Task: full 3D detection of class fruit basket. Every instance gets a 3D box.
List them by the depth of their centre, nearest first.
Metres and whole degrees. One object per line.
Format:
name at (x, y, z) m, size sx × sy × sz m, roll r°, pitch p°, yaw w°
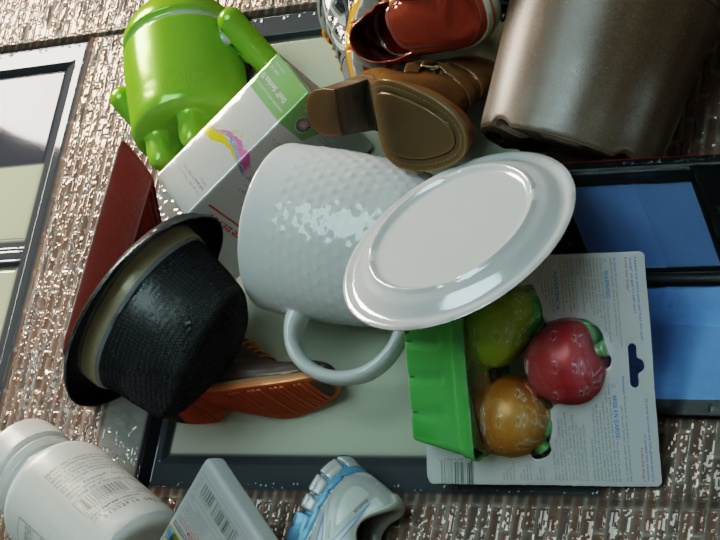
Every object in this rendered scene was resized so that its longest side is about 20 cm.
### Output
fruit basket at (0.137, 0.077, 1.591) m, size 0.199 × 0.094 × 0.186 m, roll -4°, pitch 98°, yaw 21°

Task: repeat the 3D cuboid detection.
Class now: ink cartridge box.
ink cartridge box at (-0.101, -0.085, 1.832) m, size 0.200 × 0.117 × 0.067 m, roll -44°, pitch 52°, yaw 7°

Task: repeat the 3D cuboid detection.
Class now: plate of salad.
plate of salad at (0.079, -0.018, 1.562) m, size 0.199 × 0.048 × 0.200 m, roll -23°, pitch 32°, yaw 15°

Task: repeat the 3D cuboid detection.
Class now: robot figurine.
robot figurine at (-0.166, -0.180, 1.925) m, size 0.175 × 0.115 × 0.201 m, roll -33°, pitch 52°, yaw 31°

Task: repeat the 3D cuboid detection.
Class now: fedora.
fedora at (-0.161, 0.053, 1.721) m, size 0.091 × 0.201 × 0.201 m, roll 37°, pitch 90°, yaw 22°

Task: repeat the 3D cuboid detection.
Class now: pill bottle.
pill bottle at (-0.249, 0.216, 1.785) m, size 0.200 × 0.114 × 0.115 m, roll 33°, pitch 88°, yaw 40°

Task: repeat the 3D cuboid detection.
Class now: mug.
mug at (0.000, 0.000, 1.705) m, size 0.175 × 0.148 × 0.201 m, roll 10°, pitch 76°, yaw 26°

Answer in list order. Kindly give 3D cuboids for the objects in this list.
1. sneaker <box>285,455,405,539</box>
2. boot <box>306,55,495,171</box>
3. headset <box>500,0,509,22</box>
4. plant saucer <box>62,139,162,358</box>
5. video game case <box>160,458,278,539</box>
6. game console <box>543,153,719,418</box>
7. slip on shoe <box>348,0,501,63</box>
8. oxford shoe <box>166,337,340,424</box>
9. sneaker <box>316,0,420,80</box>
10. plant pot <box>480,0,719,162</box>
sneaker at (-0.030, 0.255, 1.648) m, size 0.086 × 0.075 × 0.201 m, roll 25°, pitch 85°, yaw 30°
boot at (0.069, -0.145, 1.719) m, size 0.200 × 0.154 × 0.074 m, roll 22°, pitch 122°, yaw 48°
headset at (0.099, -0.273, 1.785) m, size 0.123 × 0.094 × 0.200 m, roll -42°, pitch 29°, yaw 5°
plant saucer at (-0.219, 0.010, 1.842) m, size 0.037 × 0.200 × 0.201 m, roll 13°, pitch 72°, yaw 3°
video game case at (-0.111, 0.285, 1.628) m, size 0.200 × 0.023 × 0.182 m, roll 51°, pitch 121°, yaw 37°
game console at (0.214, 0.013, 1.574) m, size 0.199 × 0.173 × 0.119 m, roll -2°, pitch 40°, yaw 33°
slip on shoe at (0.055, -0.215, 1.731) m, size 0.061 × 0.074 × 0.200 m, roll -27°, pitch 9°, yaw -29°
oxford shoe at (-0.101, 0.088, 1.779) m, size 0.199 × 0.071 × 0.073 m, roll -6°, pitch 60°, yaw 33°
sneaker at (0.000, -0.224, 1.871) m, size 0.077 × 0.078 × 0.201 m, roll -36°, pitch 50°, yaw 44°
plant pot at (0.198, -0.183, 1.643) m, size 0.200 × 0.200 × 0.199 m, roll 13°, pitch 83°, yaw 38°
